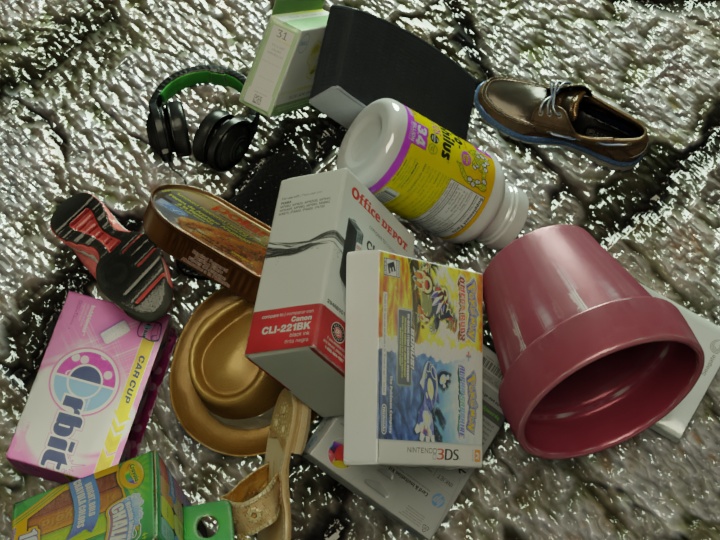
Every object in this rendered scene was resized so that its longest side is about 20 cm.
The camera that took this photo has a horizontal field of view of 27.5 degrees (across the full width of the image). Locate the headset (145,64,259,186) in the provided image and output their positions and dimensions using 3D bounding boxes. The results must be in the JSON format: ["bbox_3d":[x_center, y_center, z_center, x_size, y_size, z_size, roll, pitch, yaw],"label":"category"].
[{"bbox_3d":[-0.184,-0.140,1.648,0.123,0.094,0.200,11,54,9],"label":"headset"}]

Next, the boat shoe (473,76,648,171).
[{"bbox_3d":[0.226,-0.177,1.630,0.200,0.072,0.072,18,67,1],"label":"boat shoe"}]

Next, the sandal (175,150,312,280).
[{"bbox_3d":[-0.124,-0.053,1.621,0.075,0.045,0.200,38,60,8],"label":"sandal"}]

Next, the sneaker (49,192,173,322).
[{"bbox_3d":[-0.246,-0.006,1.556,0.074,0.087,0.200,-42,53,-6],"label":"sneaker"}]

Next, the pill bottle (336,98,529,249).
[{"bbox_3d":[0.081,-0.095,1.556,0.200,0.104,0.104,27,67,-29],"label":"pill bottle"}]

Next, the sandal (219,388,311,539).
[{"bbox_3d":[-0.106,0.219,1.462,0.070,0.078,0.212,10,92,-25],"label":"sandal"}]

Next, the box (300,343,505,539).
[{"bbox_3d":[0.058,0.149,1.506,0.156,0.041,0.200,37,72,-11],"label":"box"}]

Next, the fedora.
[{"bbox_3d":[-0.119,0.089,1.524,0.200,0.082,0.201,-5,69,12],"label":"fedora"}]

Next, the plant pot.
[{"bbox_3d":[0.212,0.061,1.471,0.200,0.200,0.179,-21,55,-7],"label":"plant pot"}]

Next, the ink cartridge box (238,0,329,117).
[{"bbox_3d":[-0.054,-0.272,1.596,0.048,0.146,0.200,29,111,13],"label":"ink cartridge box"}]

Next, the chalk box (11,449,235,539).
[{"bbox_3d":[-0.218,0.268,1.409,0.200,0.124,0.124,-23,35,6],"label":"chalk box"}]

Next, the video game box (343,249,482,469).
[{"bbox_3d":[0.054,0.091,1.420,0.047,0.182,0.200,-5,81,34],"label":"video game box"}]

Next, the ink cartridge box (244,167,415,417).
[{"bbox_3d":[-0.025,0.022,1.442,0.084,0.144,0.200,-10,56,30],"label":"ink cartridge box"}]

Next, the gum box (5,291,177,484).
[{"bbox_3d":[-0.275,0.125,1.537,0.113,0.066,0.200,14,70,7],"label":"gum box"}]

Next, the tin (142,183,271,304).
[{"bbox_3d":[-0.132,-0.024,1.524,0.200,0.042,0.112,31,29,9],"label":"tin"}]

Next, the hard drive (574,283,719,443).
[{"bbox_3d":[0.279,0.077,1.567,0.200,0.027,0.132,30,73,11],"label":"hard drive"}]

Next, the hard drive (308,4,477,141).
[{"bbox_3d":[0.042,-0.198,1.609,0.200,0.042,0.135,25,66,-32],"label":"hard drive"}]
